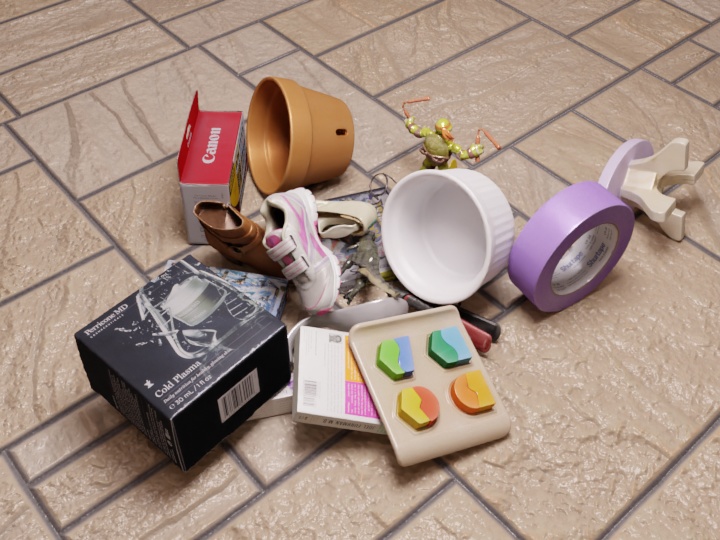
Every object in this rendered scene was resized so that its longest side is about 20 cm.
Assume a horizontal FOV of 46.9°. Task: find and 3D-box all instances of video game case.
[{"bbox_3d":[-0.008,-0.054,1.388,0.179,0.026,0.201,-13,48,-14],"label":"video game case"}]

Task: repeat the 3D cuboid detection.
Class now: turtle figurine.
[{"bbox_3d":[0.144,-0.199,1.438,0.199,0.162,0.064,27,50,23],"label":"turtle figurine"}]

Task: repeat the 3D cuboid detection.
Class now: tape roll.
[{"bbox_3d":[0.320,-0.034,1.260,0.199,0.201,0.066,-25,52,-24],"label":"tape roll"}]

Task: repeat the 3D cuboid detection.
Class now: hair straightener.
[{"bbox_3d":[0.128,0.059,1.286,0.198,0.041,0.077,23,35,26],"label":"hair straightener"}]

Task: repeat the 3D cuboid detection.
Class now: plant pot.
[{"bbox_3d":[-0.102,-0.234,1.457,0.139,0.201,0.201,-4,43,-30],"label":"plant pot"}]

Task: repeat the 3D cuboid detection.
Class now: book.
[{"bbox_3d":[0.007,0.155,1.135,0.198,0.048,0.135,12,49,-15],"label":"book"}]

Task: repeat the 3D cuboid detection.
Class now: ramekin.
[{"bbox_3d":[0.136,-0.058,1.256,0.200,0.202,0.097,35,34,28],"label":"ramekin"}]

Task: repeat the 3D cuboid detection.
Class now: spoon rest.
[{"bbox_3d":[-0.023,0.083,1.216,0.198,0.100,0.061,-20,65,-10],"label":"spoon rest"}]

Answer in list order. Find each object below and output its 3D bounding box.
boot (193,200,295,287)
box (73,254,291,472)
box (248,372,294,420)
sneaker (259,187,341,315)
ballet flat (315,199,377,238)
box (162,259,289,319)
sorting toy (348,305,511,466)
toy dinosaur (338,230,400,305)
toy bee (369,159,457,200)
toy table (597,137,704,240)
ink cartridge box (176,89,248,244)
[{"bbox_3d":[-0.155,-0.042,1.275,0.198,0.155,0.074,10,69,15],"label":"boot"},{"bbox_3d":[-0.229,0.116,1.096,0.196,0.125,0.200,31,53,28],"label":"box"},{"bbox_3d":[-0.174,0.184,1.143,0.198,0.042,0.039,-10,47,-11],"label":"box"},{"bbox_3d":[-0.097,-0.027,1.206,0.088,0.081,0.202,-2,62,-46],"label":"sneaker"},{"bbox_3d":[-0.072,-0.081,1.339,0.198,0.070,0.070,1,44,18],"label":"ballet flat"},{"bbox_3d":[-0.220,0.058,1.262,0.197,0.040,0.138,9,46,7],"label":"box"},{"bbox_3d":[0.097,0.147,1.130,0.183,0.037,0.202,-9,63,-27],"label":"sorting toy"},{"bbox_3d":[0.000,0.000,1.269,0.088,0.048,0.201,-33,31,9],"label":"toy dinosaur"},{"bbox_3d":[0.128,-0.128,1.398,0.108,0.132,0.200,25,13,-45],"label":"toy bee"},{"bbox_3d":[0.491,-0.141,1.405,0.116,0.185,0.200,17,54,37],"label":"toy table"},{"bbox_3d":[-0.244,-0.175,1.390,0.083,0.177,0.201,1,46,-1],"label":"ink cartridge box"}]
